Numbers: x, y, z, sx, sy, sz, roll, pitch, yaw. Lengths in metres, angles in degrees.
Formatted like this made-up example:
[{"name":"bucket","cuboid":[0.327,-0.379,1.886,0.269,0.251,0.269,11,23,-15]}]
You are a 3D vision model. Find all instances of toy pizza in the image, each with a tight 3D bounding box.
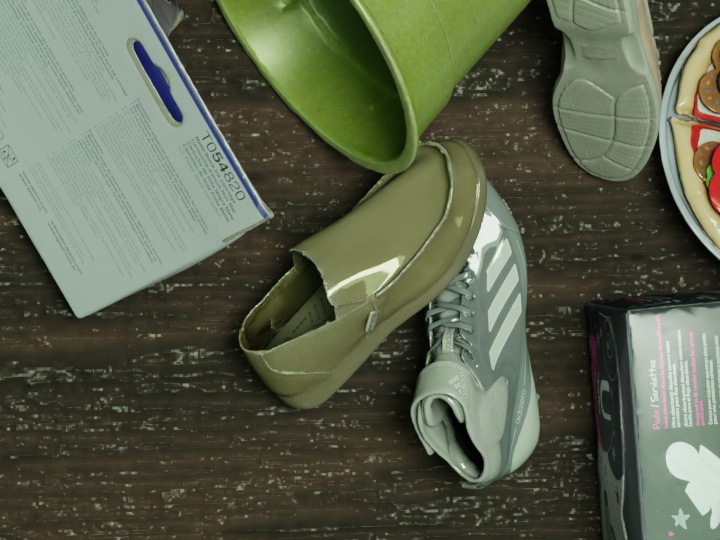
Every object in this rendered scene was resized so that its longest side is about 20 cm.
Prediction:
[{"name":"toy pizza","cuboid":[0.288,-0.082,1.292,0.198,0.032,0.202,3,75,-11]}]

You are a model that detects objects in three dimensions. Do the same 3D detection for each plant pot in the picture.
[{"name":"plant pot","cuboid":[0.034,-0.193,1.213,0.190,0.200,0.201,-38,97,-18]}]

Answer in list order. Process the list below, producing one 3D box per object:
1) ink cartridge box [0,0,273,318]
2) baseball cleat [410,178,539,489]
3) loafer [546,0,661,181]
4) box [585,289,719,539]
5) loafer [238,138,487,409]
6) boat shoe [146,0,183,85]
[{"name":"ink cartridge box","cuboid":[-0.149,-0.090,1.181,0.041,0.199,0.201,-35,99,-44]},{"name":"baseball cleat","cuboid":[0.065,0.034,1.252,0.069,0.106,0.202,-13,95,31]},{"name":"loafer","cuboid":[0.156,-0.140,1.239,0.071,0.201,0.063,14,55,23]},{"name":"box","cuboid":[0.210,0.116,1.263,0.113,0.132,0.202,-4,92,-6]},{"name":"loafer","cuboid":[0.000,0.000,1.230,0.067,0.076,0.201,25,106,-46]},{"name":"boat shoe","cuboid":[-0.139,-0.149,1.235,0.064,0.072,0.202,-18,98,-13]}]
